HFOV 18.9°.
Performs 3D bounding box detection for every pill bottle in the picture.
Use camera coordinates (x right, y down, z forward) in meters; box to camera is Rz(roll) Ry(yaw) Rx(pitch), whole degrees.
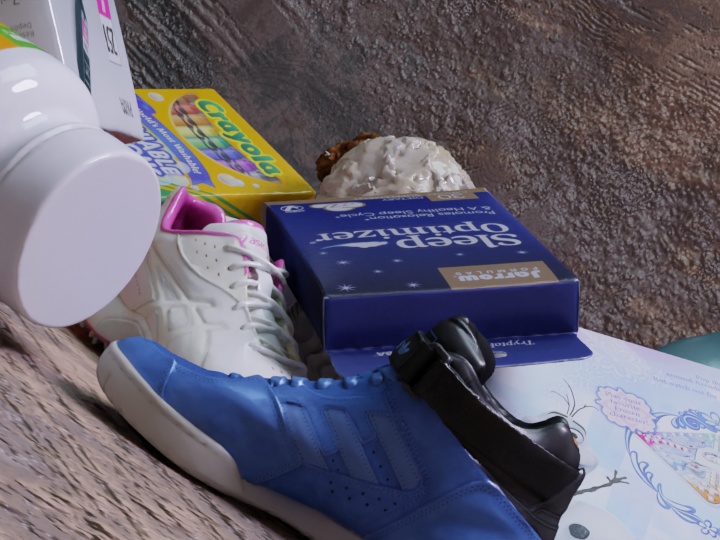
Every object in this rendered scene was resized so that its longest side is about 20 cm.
[{"bbox_3d":[-0.183,-0.060,0.936,0.199,0.111,0.111,33,3,29],"label":"pill bottle"}]

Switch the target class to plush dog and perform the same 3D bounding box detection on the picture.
[{"bbox_3d":[0.000,0.000,1.261,0.200,0.172,0.160,34,4,37],"label":"plush dog"}]

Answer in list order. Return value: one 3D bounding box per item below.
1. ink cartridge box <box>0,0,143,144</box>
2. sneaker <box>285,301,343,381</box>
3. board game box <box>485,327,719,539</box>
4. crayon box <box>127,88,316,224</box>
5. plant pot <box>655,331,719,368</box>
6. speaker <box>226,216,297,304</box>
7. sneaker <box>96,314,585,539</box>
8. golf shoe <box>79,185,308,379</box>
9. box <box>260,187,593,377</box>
[{"bbox_3d":[-0.148,-0.072,1.129,0.043,0.175,0.200,-13,0,4],"label":"ink cartridge box"},{"bbox_3d":[0.025,0.089,1.100,0.200,0.070,0.100,40,0,-8],"label":"sneaker"},{"bbox_3d":[0.141,0.109,1.012,0.199,0.044,0.200,17,33,-17],"label":"board game box"},{"bbox_3d":[-0.119,-0.061,1.349,0.199,0.052,0.126,-4,38,-43],"label":"crayon box"},{"bbox_3d":[0.347,0.160,2.219,0.200,0.202,0.161,33,14,29],"label":"plant pot"},{"bbox_3d":[-0.006,0.030,1.155,0.199,0.082,0.081,16,6,-11],"label":"speaker"},{"bbox_3d":[-0.003,0.055,0.883,0.199,0.112,0.077,32,3,11],"label":"sneaker"},{"bbox_3d":[-0.063,0.025,1.004,0.075,0.092,0.200,31,4,-42],"label":"golf shoe"},{"bbox_3d":[0.028,0.002,1.030,0.120,0.033,0.200,-4,19,-12],"label":"box"}]
